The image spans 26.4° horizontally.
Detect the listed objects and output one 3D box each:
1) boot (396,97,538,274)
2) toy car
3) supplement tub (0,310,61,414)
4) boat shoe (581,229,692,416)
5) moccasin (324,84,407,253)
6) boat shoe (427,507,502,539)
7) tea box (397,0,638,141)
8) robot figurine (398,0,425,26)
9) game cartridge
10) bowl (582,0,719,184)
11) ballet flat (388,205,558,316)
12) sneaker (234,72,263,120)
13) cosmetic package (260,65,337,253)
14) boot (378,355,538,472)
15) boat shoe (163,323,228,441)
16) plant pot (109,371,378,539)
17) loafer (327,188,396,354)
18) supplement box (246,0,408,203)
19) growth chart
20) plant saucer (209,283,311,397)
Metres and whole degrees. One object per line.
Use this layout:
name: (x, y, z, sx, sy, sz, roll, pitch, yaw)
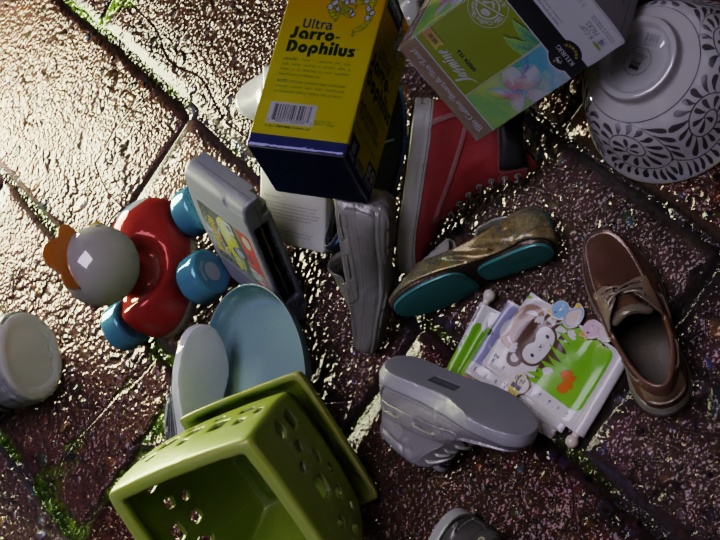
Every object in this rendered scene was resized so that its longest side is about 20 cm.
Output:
boot: (0.114, -0.080, 1.650, 0.073, 0.143, 0.201, -88, 7, -65)
toy car: (-0.292, -0.018, 1.834, 0.184, 0.199, 0.178, -28, 59, 36)
supplement tub: (-0.497, 0.133, 2.002, 0.199, 0.122, 0.123, -18, 64, 32)
boat shoe: (0.266, 0.040, 1.479, 0.075, 0.072, 0.201, -26, 62, 6)
moccasin: (0.004, -0.109, 1.657, 0.080, 0.068, 0.202, -152, 67, -64)
boat shoe: (0.076, 0.339, 1.528, 0.060, 0.072, 0.203, 22, 85, 44)
tea box: (0.169, -0.270, 1.559, 0.196, 0.134, 0.200, -34, 18, 33)
robot figurine: (0.075, -0.354, 1.745, 0.168, 0.113, 0.202, -7, 68, 7)
game cartridge: (-0.132, -0.038, 1.744, 0.041, 0.201, 0.133, -36, 47, -15)
bowl: (0.295, -0.196, 1.536, 0.200, 0.094, 0.202, -13, 68, 33)
ballet flat: (0.117, -0.013, 1.627, 0.199, 0.071, 0.071, -24, 61, 24)
sneaker: (-0.081, -0.230, 1.843, 0.199, 0.080, 0.071, -11, 70, 36)
cosmetic package: (-0.050, -0.130, 1.733, 0.107, 0.085, 0.202, 15, 107, 39)
boot: (0.098, 0.164, 1.573, 0.199, 0.073, 0.096, 25, 122, 42)
boat shoe: (-0.197, 0.158, 1.778, 0.068, 0.071, 0.202, 12, 108, 48)
plant pot: (-0.108, 0.230, 1.607, 0.199, 0.200, 0.182, -23, 18, 30)
loafer: (0.000, 0.000, 1.649, 0.069, 0.070, 0.201, 8, 122, 11)
supplement box: (-0.029, -0.187, 1.578, 0.109, 0.109, 0.201, 8, 70, 18)
growth chart: (0.179, 0.093, 1.572, 0.199, 0.018, 0.146, 21, 87, 39)
plant saucer: (-0.114, 0.115, 1.743, 0.199, 0.027, 0.202, 2, 92, 50)
